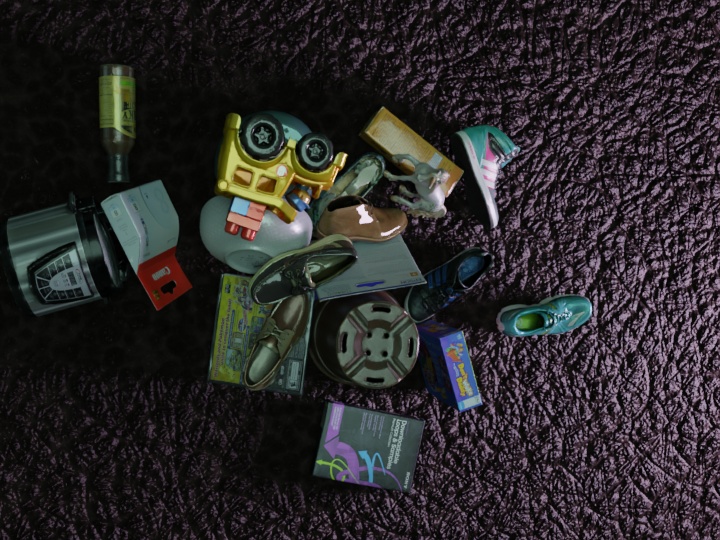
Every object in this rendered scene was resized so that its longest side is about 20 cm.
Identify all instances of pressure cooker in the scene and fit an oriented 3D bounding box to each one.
[{"bbox_3d":[-0.490,-0.029,1.467,0.197,0.176,0.181,-16,78,-11],"label":"pressure cooker"}]

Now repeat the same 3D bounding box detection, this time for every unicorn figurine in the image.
[{"bbox_3d":[0.110,-0.156,1.567,0.136,0.200,0.075,18,79,29],"label":"unicorn figurine"}]

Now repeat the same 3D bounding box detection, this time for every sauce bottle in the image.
[{"bbox_3d":[-0.426,-0.256,1.527,0.064,0.065,0.204,-1,94,-11],"label":"sauce bottle"}]

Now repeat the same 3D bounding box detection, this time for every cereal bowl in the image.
[{"bbox_3d":[-0.184,-0.052,1.509,0.197,0.201,0.084,10,62,-12],"label":"cereal bowl"}]

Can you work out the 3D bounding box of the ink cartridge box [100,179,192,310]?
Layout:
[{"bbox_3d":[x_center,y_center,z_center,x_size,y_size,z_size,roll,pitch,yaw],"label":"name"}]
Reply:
[{"bbox_3d":[-0.351,-0.049,1.500,0.047,0.160,0.202,-24,97,16],"label":"ink cartridge box"}]

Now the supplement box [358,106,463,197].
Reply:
[{"bbox_3d":[0.095,-0.220,1.633,0.199,0.066,0.069,35,85,-12],"label":"supplement box"}]

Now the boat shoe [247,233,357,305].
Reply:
[{"bbox_3d":[-0.097,0.002,1.467,0.198,0.065,0.074,-30,120,-7],"label":"boat shoe"}]

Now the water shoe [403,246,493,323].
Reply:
[{"bbox_3d":[0.165,0.024,1.651,0.200,0.079,0.072,-41,99,-7],"label":"water shoe"}]

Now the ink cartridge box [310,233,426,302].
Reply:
[{"bbox_3d":[0.000,0.000,1.561,0.196,0.201,0.041,-8,123,-10],"label":"ink cartridge box"}]

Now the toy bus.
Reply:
[{"bbox_3d":[-0.139,-0.136,1.384,0.197,0.136,0.195,16,85,-13],"label":"toy bus"}]

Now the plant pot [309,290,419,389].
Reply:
[{"bbox_3d":[0.010,0.121,1.564,0.197,0.198,0.204,0,92,-11],"label":"plant pot"}]

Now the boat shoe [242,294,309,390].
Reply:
[{"bbox_3d":[-0.149,0.125,1.540,0.075,0.072,0.202,25,92,2],"label":"boat shoe"}]

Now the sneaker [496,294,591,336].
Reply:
[{"bbox_3d":[0.366,0.097,1.695,0.197,0.080,0.079,-12,95,-11],"label":"sneaker"}]

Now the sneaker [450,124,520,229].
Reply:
[{"bbox_3d":[0.254,-0.191,1.663,0.120,0.083,0.202,-27,112,-17],"label":"sneaker"}]

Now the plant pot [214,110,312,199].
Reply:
[{"bbox_3d":[-0.156,-0.188,1.535,0.197,0.161,0.204,-1,93,-11],"label":"plant pot"}]

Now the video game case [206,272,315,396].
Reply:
[{"bbox_3d":[-0.180,0.116,1.591,0.178,0.026,0.203,8,91,3],"label":"video game case"}]

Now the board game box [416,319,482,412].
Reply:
[{"bbox_3d":[0.153,0.170,1.593,0.044,0.200,0.136,-17,96,-11],"label":"board game box"}]

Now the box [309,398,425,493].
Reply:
[{"bbox_3d":[0.015,0.336,1.656,0.197,0.036,0.145,12,90,-13],"label":"box"}]

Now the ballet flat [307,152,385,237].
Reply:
[{"bbox_3d":[-0.028,-0.144,1.610,0.074,0.074,0.201,41,85,-10],"label":"ballet flat"}]

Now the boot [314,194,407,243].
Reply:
[{"bbox_3d":[0.012,-0.098,1.585,0.198,0.074,0.076,-10,133,-36],"label":"boot"}]
